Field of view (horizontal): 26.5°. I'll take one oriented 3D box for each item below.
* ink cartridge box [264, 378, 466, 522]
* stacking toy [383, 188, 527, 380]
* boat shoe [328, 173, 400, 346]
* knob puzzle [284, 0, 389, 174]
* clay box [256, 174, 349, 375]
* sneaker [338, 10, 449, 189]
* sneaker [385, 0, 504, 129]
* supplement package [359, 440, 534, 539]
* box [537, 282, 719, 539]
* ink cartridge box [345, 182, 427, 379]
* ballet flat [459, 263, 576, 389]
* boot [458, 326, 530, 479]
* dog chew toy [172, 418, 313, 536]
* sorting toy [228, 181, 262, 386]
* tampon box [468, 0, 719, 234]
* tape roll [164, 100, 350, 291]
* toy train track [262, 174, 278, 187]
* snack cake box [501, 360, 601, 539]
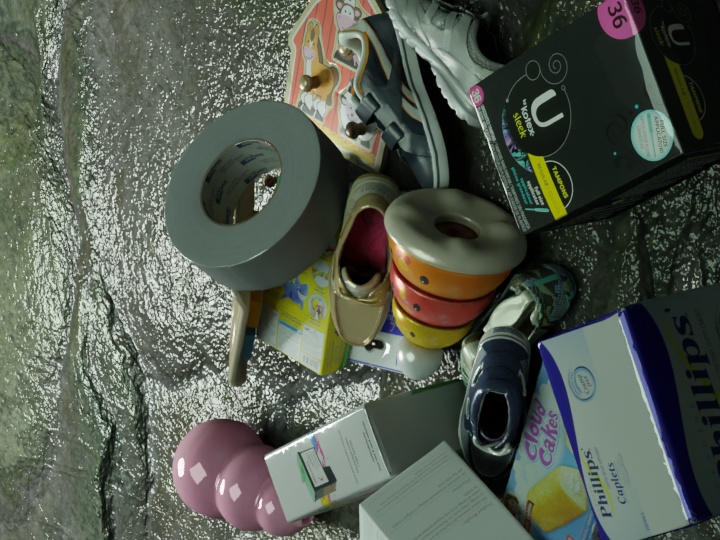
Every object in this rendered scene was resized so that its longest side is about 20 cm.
[{"bbox_3d":[0.013,0.197,1.660,0.200,0.144,0.084,-32,74,47],"label":"ink cartridge box"},{"bbox_3d":[0.079,0.031,1.553,0.146,0.145,0.201,39,129,37],"label":"stacking toy"},{"bbox_3d":[0.000,0.000,1.596,0.073,0.069,0.201,7,120,4],"label":"boat shoe"},{"bbox_3d":[-0.023,-0.228,1.694,0.219,0.030,0.221,14,108,47],"label":"knob puzzle"},{"bbox_3d":[-0.055,0.001,1.702,0.115,0.047,0.201,27,118,38],"label":"clay box"},{"bbox_3d":[0.033,-0.169,1.592,0.078,0.079,0.201,115,140,-75],"label":"sneaker"},{"bbox_3d":[0.098,-0.239,1.539,0.082,0.075,0.201,-42,68,23],"label":"sneaker"},{"bbox_3d":[0.103,0.295,1.525,0.200,0.117,0.118,48,159,25],"label":"supplement package"},{"bbox_3d":[0.274,0.117,1.298,0.105,0.199,0.185,-26,79,48],"label":"box"},{"bbox_3d":[0.018,0.006,1.689,0.197,0.043,0.202,10,105,48],"label":"ink cartridge box"},{"bbox_3d":[0.140,0.064,1.544,0.074,0.074,0.200,55,134,25],"label":"ballet flat"},{"bbox_3d":[0.128,0.157,1.520,0.072,0.091,0.201,7,130,10],"label":"boot"},{"bbox_3d":[-0.137,0.262,1.873,0.199,0.124,0.125,23,116,35],"label":"dog chew toy"},{"bbox_3d":[-0.131,0.010,1.773,0.200,0.036,0.186,98,173,-56],"label":"sorting toy"},{"bbox_3d":[0.224,-0.140,1.355,0.200,0.126,0.151,-30,76,48],"label":"tampon box"},{"bbox_3d":[-0.112,-0.080,1.643,0.199,0.066,0.202,-15,58,26],"label":"tape roll"},{"bbox_3d":[-0.093,-0.041,1.788,0.115,0.032,0.201,-136,43,-62],"label":"toy train track"},{"bbox_3d":[0.215,0.181,1.483,0.115,0.067,0.201,34,123,38],"label":"snack cake box"}]
